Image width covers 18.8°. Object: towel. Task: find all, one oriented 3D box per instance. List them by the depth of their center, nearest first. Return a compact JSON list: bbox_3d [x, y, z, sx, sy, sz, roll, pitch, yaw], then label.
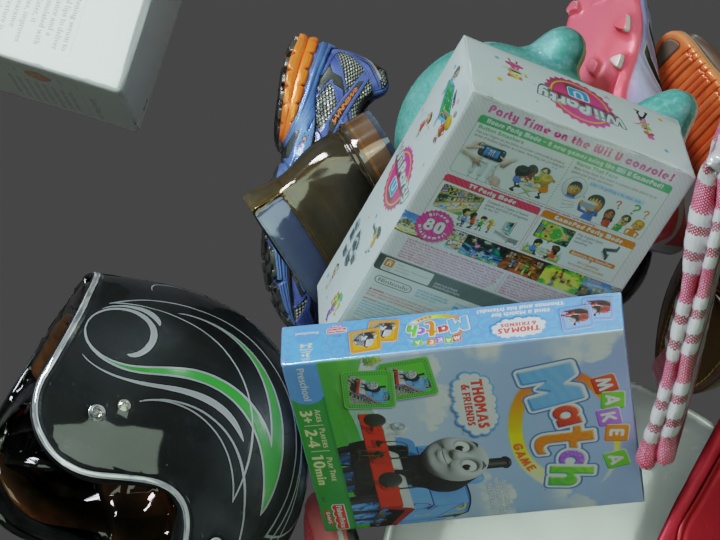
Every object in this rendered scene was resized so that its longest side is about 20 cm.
[{"bbox_3d":[0.196,0.002,1.282,0.030,0.146,0.200,12,112,10],"label":"towel"}]

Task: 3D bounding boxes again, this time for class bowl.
[{"bbox_3d":[0.121,0.160,1.403,0.199,0.075,0.200,21,86,1],"label":"bowl"}]

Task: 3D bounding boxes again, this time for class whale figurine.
[{"bbox_3d":[0.108,-0.082,1.357,0.200,0.104,0.159,5,77,39],"label":"whale figurine"}]

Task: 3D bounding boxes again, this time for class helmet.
[{"bbox_3d":[-0.124,0.113,1.347,0.191,0.200,0.200,32,85,-10],"label":"helmet"}]

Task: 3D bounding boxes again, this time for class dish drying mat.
[{"bbox_3d":[0.255,0.117,1.374,0.077,0.018,0.200,38,70,-18],"label":"dish drying mat"}]

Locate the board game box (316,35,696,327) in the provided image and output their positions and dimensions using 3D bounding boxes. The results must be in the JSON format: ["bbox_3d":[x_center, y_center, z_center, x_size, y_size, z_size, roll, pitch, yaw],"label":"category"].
[{"bbox_3d":[0.082,-0.021,1.283,0.147,0.064,0.200,20,124,-18],"label":"board game box"}]

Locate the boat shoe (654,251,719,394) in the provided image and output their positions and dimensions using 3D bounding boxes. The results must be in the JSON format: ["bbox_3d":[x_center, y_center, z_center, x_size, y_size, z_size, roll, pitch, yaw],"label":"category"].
[{"bbox_3d":[0.237,-0.003,1.386,0.072,0.068,0.200,35,118,18],"label":"boat shoe"}]

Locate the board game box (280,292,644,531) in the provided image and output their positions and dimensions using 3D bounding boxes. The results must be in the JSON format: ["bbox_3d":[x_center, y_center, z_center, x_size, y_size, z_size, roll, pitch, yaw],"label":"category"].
[{"bbox_3d":[0.064,0.087,1.302,0.200,0.151,0.037,-7,42,7],"label":"board game box"}]

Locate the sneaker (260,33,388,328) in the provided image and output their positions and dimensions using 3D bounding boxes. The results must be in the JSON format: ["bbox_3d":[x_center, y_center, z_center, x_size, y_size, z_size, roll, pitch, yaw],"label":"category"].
[{"bbox_3d":[-0.022,-0.054,1.422,0.078,0.075,0.200,7,86,-4],"label":"sneaker"}]

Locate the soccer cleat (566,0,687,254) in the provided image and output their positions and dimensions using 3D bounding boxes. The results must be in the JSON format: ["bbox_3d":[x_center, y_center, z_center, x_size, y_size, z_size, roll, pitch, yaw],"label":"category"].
[{"bbox_3d":[0.178,-0.104,1.431,0.067,0.076,0.200,-23,57,33],"label":"soccer cleat"}]

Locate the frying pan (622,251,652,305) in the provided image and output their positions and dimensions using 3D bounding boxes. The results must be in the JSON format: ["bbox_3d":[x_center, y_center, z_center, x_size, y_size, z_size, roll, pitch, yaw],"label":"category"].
[{"bbox_3d":[0.110,-0.045,1.441,0.115,0.031,0.190,-39,76,-13],"label":"frying pan"}]

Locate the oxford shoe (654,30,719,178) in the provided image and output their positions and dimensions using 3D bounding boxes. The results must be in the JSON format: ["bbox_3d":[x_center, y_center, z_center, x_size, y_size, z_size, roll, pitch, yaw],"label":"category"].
[{"bbox_3d":[0.269,-0.081,1.442,0.073,0.071,0.200,-31,83,-31],"label":"oxford shoe"}]

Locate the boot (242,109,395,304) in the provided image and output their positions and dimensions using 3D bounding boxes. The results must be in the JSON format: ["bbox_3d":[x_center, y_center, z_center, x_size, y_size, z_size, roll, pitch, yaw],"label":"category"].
[{"bbox_3d":[0.000,0.000,1.385,0.097,0.075,0.200,-28,121,-6],"label":"boot"}]

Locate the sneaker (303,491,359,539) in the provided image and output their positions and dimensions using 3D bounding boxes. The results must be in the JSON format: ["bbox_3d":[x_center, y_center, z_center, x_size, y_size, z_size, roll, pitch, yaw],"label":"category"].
[{"bbox_3d":[-0.036,0.240,1.394,0.087,0.074,0.200,-3,85,0],"label":"sneaker"}]

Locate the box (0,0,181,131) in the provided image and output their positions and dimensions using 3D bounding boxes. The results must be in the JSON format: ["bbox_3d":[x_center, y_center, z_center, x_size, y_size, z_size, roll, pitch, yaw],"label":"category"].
[{"bbox_3d":[-0.225,-0.178,1.389,0.200,0.152,0.107,17,84,0],"label":"box"}]
